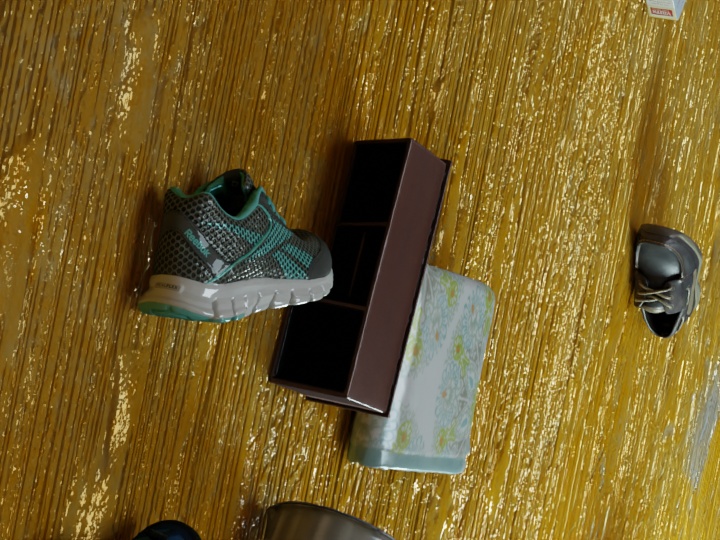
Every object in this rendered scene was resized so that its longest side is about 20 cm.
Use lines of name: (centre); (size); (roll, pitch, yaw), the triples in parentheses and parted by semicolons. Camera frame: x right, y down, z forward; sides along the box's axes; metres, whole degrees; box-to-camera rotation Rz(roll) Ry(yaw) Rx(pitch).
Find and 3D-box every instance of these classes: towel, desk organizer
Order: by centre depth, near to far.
desk organizer: (0.000, 0.000, 1.504); (0.077, 0.072, 0.200); (29, 74, -64)
towel: (0.052, 0.084, 1.699); (0.200, 0.048, 0.172); (17, 81, -67)

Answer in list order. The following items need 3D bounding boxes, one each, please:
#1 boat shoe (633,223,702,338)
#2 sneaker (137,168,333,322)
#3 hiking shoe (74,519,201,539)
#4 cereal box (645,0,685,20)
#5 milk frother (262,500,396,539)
boat shoe: (0.350, 0.017, 2.329); (0.200, 0.074, 0.073); (60, 46, -56)
sneaker: (-0.072, -0.021, 1.324); (0.200, 0.077, 0.091); (-16, 111, -67)
hiking shoe: (-0.152, 0.196, 1.231); (0.200, 0.074, 0.087); (-42, 139, -55)
cereal box: (0.323, -0.378, 2.125); (0.200, 0.039, 0.144); (66, 41, -54)
milk frother: (-0.039, 0.302, 1.507); (0.200, 0.180, 0.188); (-31, -149, 59)
